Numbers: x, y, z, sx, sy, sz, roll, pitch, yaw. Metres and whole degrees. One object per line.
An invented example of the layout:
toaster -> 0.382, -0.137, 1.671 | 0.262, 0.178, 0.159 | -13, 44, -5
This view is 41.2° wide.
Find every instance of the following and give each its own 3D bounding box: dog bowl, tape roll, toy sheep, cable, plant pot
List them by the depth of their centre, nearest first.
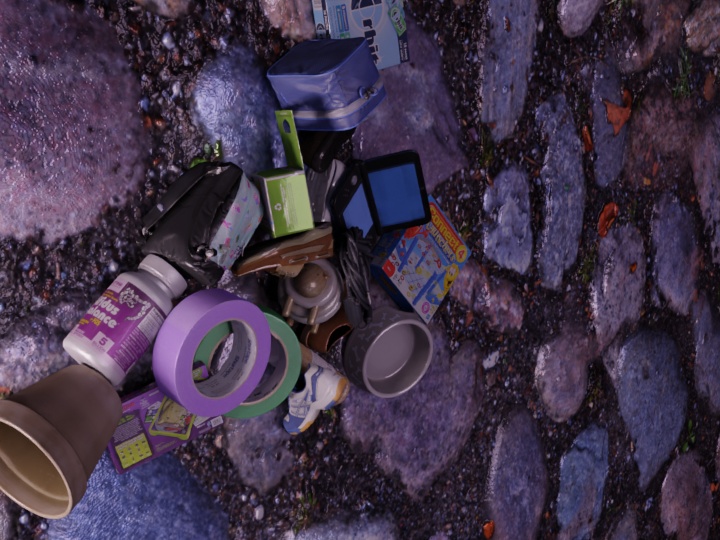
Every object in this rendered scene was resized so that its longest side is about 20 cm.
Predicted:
plant pot -> -0.458, 0.242, 1.450 | 0.174, 0.198, 0.202 | -49, 129, -46
tape roll -> -0.241, 0.135, 1.572 | 0.199, 0.065, 0.202 | -23, 124, -40
tape roll -> -0.204, 0.161, 1.702 | 0.198, 0.048, 0.203 | -6, 109, -19
toy sheep -> -0.093, 0.040, 1.768 | 0.136, 0.200, 0.140 | 1, 77, -4
cable -> 0.000, 0.000, 1.779 | 0.164, 0.050, 0.201 | -77, 161, -44
dog bowl -> 0.064, 0.171, 1.965 | 0.198, 0.059, 0.202 | -15, 119, -29

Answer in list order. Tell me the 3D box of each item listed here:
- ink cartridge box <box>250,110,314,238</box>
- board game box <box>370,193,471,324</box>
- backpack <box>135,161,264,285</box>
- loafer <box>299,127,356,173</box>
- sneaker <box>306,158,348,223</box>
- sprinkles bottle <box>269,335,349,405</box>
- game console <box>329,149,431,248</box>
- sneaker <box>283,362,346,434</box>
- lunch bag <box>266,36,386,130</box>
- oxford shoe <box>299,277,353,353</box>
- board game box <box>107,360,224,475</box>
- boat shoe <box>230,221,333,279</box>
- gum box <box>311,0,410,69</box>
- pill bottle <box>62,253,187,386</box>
ink cartridge box -> -0.146, -0.170, 1.661 | 0.075, 0.148, 0.203 | -14, 102, -13
board game box -> 0.125, -0.026, 2.018 | 0.197, 0.056, 0.200 | -56, 130, -19
backpack -> -0.253, -0.082, 1.596 | 0.201, 0.165, 0.127 | -61, 151, -19
loafer -> -0.060, -0.267, 1.782 | 0.073, 0.071, 0.201 | 94, 22, -48
sneaker -> -0.071, -0.114, 1.807 | 0.080, 0.076, 0.202 | 27, 82, -53
sprinkles bottle -> -0.102, 0.189, 1.839 | 0.200, 0.068, 0.069 | 42, 70, -40
game console -> 0.042, -0.113, 1.840 | 0.172, 0.117, 0.201 | -60, 149, -33
sneaker -> -0.105, 0.234, 1.800 | 0.088, 0.200, 0.076 | 34, 42, -9
lunch bag -> -0.050, -0.321, 1.692 | 0.136, 0.198, 0.133 | -47, 130, -32
oxford shoe -> -0.032, 0.083, 1.873 | 0.201, 0.071, 0.072 | -54, 148, -22
board game box -> -0.338, 0.248, 1.622 | 0.198, 0.032, 0.121 | -24, 118, -21
boat shoe -> -0.126, -0.022, 1.647 | 0.198, 0.075, 0.075 | -22, 105, -27
gum box -> 0.003, -0.464, 1.819 | 0.199, 0.044, 0.172 | -25, 115, -37
pill bottle -> -0.370, 0.074, 1.531 | 0.201, 0.112, 0.113 | -54, 129, -22
